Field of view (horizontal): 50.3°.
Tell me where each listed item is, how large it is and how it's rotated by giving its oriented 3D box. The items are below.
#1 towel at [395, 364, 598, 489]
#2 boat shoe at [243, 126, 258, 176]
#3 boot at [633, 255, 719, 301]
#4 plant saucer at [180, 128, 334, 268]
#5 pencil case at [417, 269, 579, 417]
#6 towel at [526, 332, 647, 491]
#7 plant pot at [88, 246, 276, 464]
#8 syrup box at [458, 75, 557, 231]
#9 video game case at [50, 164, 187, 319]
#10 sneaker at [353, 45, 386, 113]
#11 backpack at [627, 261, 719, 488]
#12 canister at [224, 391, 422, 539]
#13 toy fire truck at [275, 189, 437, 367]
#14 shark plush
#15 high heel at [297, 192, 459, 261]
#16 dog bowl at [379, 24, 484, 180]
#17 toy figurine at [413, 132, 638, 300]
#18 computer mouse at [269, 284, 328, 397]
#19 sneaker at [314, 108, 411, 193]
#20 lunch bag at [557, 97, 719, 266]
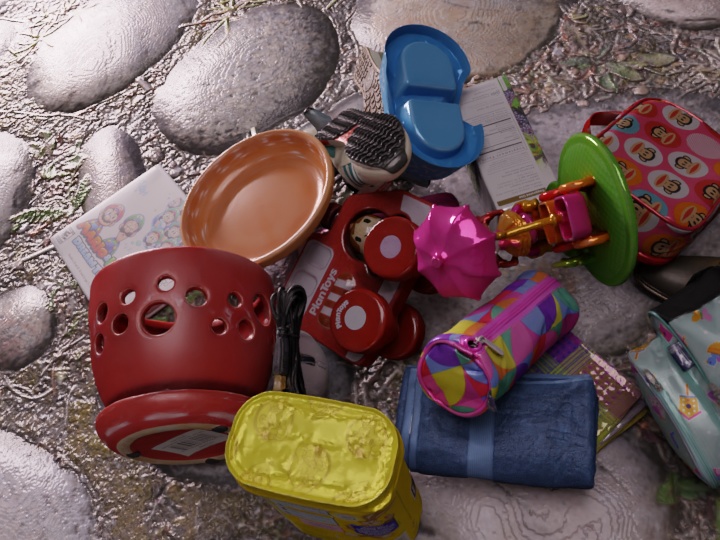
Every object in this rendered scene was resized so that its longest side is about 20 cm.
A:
[{"bbox_3d":[0.135,0.154,0.764,0.199,0.049,0.112,3,60,15],"label":"towel"},{"bbox_3d":[-0.135,-0.101,0.993,0.066,0.075,0.200,-23,62,7],"label":"boat shoe"},{"bbox_3d":[0.392,-0.002,0.797,0.199,0.097,0.075,11,62,18],"label":"boot"},{"bbox_3d":[-0.117,-0.078,0.897,0.199,0.037,0.201,-13,54,18],"label":"plant saucer"},{"bbox_3d":[0.139,0.066,0.747,0.088,0.089,0.200,29,36,26],"label":"pencil case"},{"bbox_3d":[0.183,0.121,0.815,0.143,0.023,0.200,-40,58,-11],"label":"towel"},{"bbox_3d":[-0.187,0.097,0.810,0.199,0.201,0.183,-10,60,7],"label":"plant pot"},{"bbox_3d":[0.174,-0.134,0.938,0.081,0.079,0.201,-17,57,1],"label":"syrup box"},{"bbox_3d":[-0.293,-0.032,1.015,0.182,0.024,0.200,-37,58,-11],"label":"video game case"},{"bbox_3d":[0.050,-0.227,1.008,0.089,0.067,0.201,13,38,-20],"label":"sneaker"},{"bbox_3d":[0.347,0.118,0.693,0.153,0.176,0.200,-40,58,7],"label":"backpack"},{"bbox_3d":[-0.023,0.194,0.711,0.148,0.200,0.087,7,61,16],"label":"canister"},{"bbox_3d":[0.000,0.000,0.850,0.167,0.112,0.201,27,93,29],"label":"toy fire truck"},{"bbox_3d":[-0.006,-0.141,1.016,0.199,0.091,0.084,19,83,0],"label":"shark plush"},{"bbox_3d":[0.023,-0.054,0.945,0.199,0.068,0.096,-13,31,18],"label":"high heel"},{"bbox_3d":[0.078,-0.197,0.910,0.111,0.050,0.201,1,66,-20],"label":"dog bowl"},{"bbox_3d":[0.139,-0.035,0.752,0.183,0.200,0.151,-15,91,-6],"label":"toy figurine"},{"bbox_3d":[-0.058,0.093,0.785,0.044,0.200,0.110,-5,73,1],"label":"computer mouse"},{"bbox_3d":[0.019,-0.124,0.872,0.070,0.094,0.200,-41,29,-6],"label":"sneaker"},{"bbox_3d":[0.318,-0.113,0.853,0.176,0.082,0.200,42,54,19],"label":"lunch bag"}]
